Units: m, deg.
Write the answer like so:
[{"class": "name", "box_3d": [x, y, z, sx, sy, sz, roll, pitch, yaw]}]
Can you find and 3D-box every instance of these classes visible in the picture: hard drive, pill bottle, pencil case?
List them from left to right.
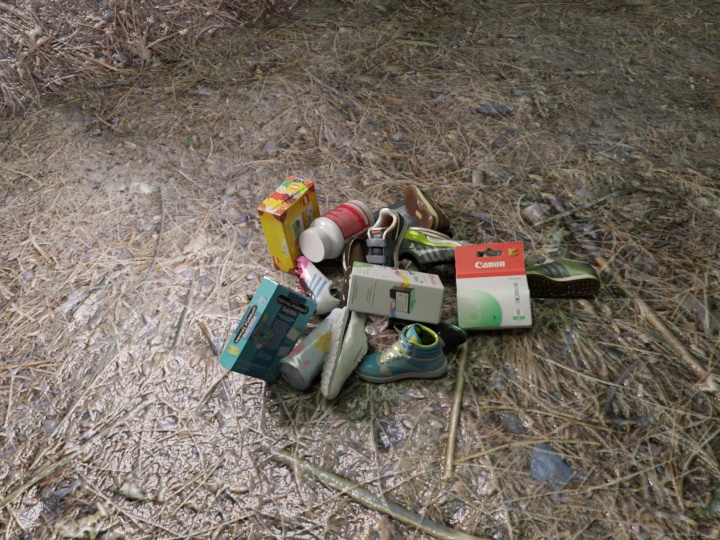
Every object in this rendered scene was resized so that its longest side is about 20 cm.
[{"class": "pencil case", "box_3d": [-0.090, 0.172, 1.433, 0.083, 0.091, 0.200, 44, 60, 4]}, {"class": "pill bottle", "box_3d": [-0.061, -0.099, 1.677, 0.112, 0.113, 0.200, 21, 36, 31]}, {"class": "hard drive", "box_3d": [0.136, -0.119, 1.748, 0.139, 0.033, 0.200, -23, 43, -14]}]

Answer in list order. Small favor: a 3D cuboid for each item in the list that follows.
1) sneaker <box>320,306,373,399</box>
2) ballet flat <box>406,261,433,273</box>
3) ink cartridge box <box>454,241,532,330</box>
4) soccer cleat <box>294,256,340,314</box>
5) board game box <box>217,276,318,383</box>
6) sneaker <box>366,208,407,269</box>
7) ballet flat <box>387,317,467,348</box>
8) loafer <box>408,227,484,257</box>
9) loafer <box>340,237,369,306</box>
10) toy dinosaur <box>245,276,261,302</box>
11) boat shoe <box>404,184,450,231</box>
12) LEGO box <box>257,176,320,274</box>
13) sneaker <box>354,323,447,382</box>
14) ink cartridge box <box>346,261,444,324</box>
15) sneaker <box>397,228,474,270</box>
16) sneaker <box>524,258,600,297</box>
[{"class": "sneaker", "box_3d": [-0.027, 0.177, 1.367, 0.080, 0.076, 0.201, 23, 68, -19]}, {"class": "ballet flat", "box_3d": [0.117, 0.036, 1.560, 0.069, 0.070, 0.200, 17, 48, 28]}, {"class": "ink cartridge box", "box_3d": [0.295, 0.032, 1.460, 0.160, 0.050, 0.201, -3, 79, 9]}, {"class": "soccer cleat", "box_3d": [-0.106, 0.037, 1.610, 0.086, 0.070, 0.200, -4, 40, -19]}, {"class": "board game box", "box_3d": [-0.193, 0.130, 1.384, 0.047, 0.151, 0.200, 27, 87, 35]}, {"class": "sneaker", "box_3d": [0.049, -0.051, 1.530, 0.078, 0.079, 0.201, -1, 66, 38]}, {"class": "ballet flat", "box_3d": [0.141, 0.139, 1.441, 0.200, 0.068, 0.068, 18, 57, 42]}, {"class": "loafer", "box_3d": [0.204, -0.052, 1.617, 0.199, 0.072, 0.063, 18, 71, 12]}, {"class": "loafer", "box_3d": [0.000, 0.000, 1.581, 0.073, 0.071, 0.201, 18, 56, -26]}, {"class": "toy dinosaur", "box_3d": [-0.194, 0.082, 1.556, 0.135, 0.086, 0.200, -19, 37, -10]}, {"class": "boat shoe", "box_3d": [0.178, -0.159, 1.720, 0.075, 0.075, 0.203, 3, 36, -21]}, {"class": "LEGO box", "box_3d": [-0.173, -0.115, 1.682, 0.077, 0.200, 0.149, 17, 48, 27]}, {"class": "sneaker", "box_3d": [0.079, 0.166, 1.367, 0.199, 0.131, 0.080, -7, 42, 6]}, {"class": "ink cartridge box", "box_3d": [0.075, 0.047, 1.420, 0.199, 0.084, 0.145, 9, 11, -1]}, {"class": "sneaker", "box_3d": [0.175, -0.032, 1.553, 0.199, 0.074, 0.081, 16, 68, 19]}, {"class": "sneaker", "box_3d": [0.450, 0.012, 1.519, 0.199, 0.067, 0.090, 1, 35, 13]}]
